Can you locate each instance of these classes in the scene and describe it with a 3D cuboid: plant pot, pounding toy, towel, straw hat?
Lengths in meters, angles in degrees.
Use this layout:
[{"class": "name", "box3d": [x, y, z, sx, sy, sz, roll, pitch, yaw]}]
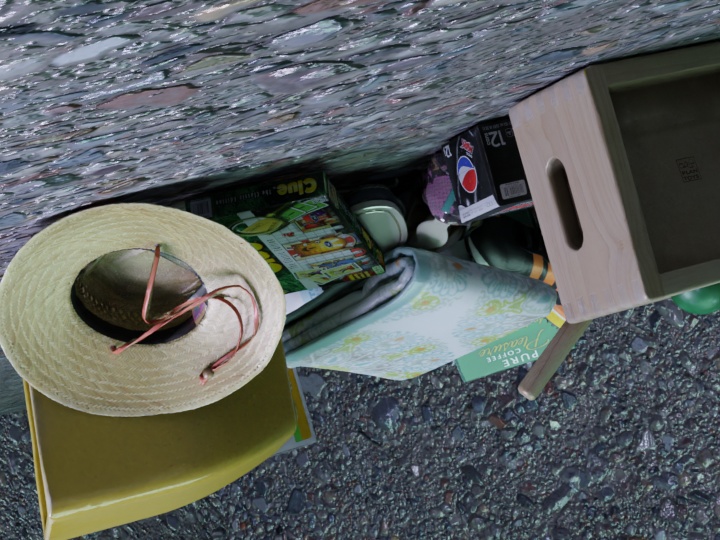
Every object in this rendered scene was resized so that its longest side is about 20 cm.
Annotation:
[{"class": "plant pot", "box3d": [-0.158, 0.092, 1.364, 0.199, 0.197, 0.194, -7, 168, -13]}, {"class": "pounding toy", "box3d": [0.193, -0.035, 1.213, 0.183, 0.201, 0.142, -13, 176, -27]}, {"class": "towel", "box3d": [0.040, 0.039, 1.497, 0.171, 0.048, 0.200, 9, 153, -42]}, {"class": "straw hat", "box3d": [-0.155, 0.007, 1.239, 0.200, 0.202, 0.085, -16, -141, 3]}]

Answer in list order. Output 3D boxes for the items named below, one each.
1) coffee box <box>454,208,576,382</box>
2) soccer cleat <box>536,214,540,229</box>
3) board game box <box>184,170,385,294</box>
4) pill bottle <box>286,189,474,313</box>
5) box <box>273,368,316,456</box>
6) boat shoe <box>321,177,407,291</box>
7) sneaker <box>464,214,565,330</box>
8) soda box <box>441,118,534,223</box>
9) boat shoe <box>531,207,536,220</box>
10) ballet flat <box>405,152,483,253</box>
[{"class": "coffee box", "box3d": [0.124, 0.009, 1.696, 0.122, 0.201, 0.044, -19, -145, 9]}, {"class": "soccer cleat", "box3d": [0.256, -0.076, 1.639, 0.199, 0.065, 0.084, -27, -172, 15]}, {"class": "board game box", "box3d": [-0.052, -0.024, 1.319, 0.104, 0.024, 0.200, -10, 162, 11]}, {"class": "pill bottle", "box3d": [0.000, 0.000, 1.598, 0.199, 0.111, 0.111, -18, 175, 25]}, {"class": "box", "box3d": [-0.140, 0.098, 1.771, 0.112, 0.201, 0.101, -21, 174, 41]}, {"class": "boat shoe", "box3d": [0.000, -0.034, 1.441, 0.074, 0.062, 0.200, -2, 161, -1]}, {"class": "sneaker", "box3d": [0.171, -0.018, 1.595, 0.090, 0.070, 0.200, -30, 137, 25]}, {"class": "soda box", "box3d": [0.166, -0.091, 1.329, 0.199, 0.064, 0.071, -13, 175, -23]}, {"class": "boat shoe", "box3d": [0.197, -0.056, 1.844, 0.199, 0.073, 0.072, -18, 175, 30]}, {"class": "ballet flat", "box3d": [0.066, -0.048, 1.434, 0.071, 0.069, 0.200, -59, 178, -6]}]
